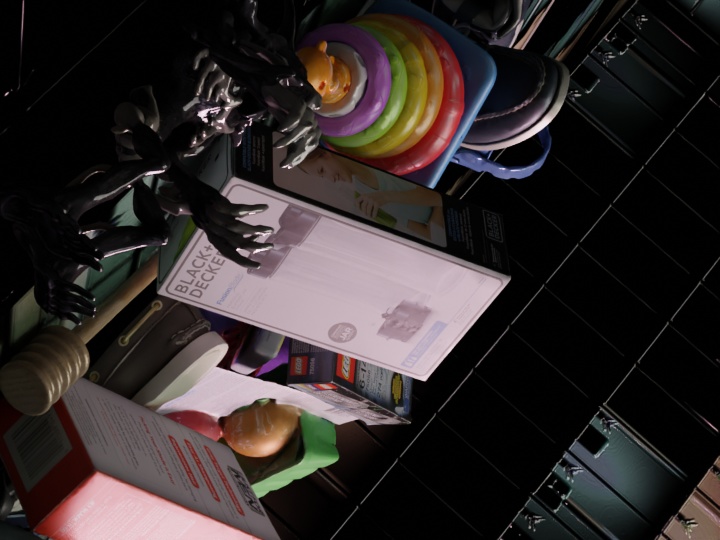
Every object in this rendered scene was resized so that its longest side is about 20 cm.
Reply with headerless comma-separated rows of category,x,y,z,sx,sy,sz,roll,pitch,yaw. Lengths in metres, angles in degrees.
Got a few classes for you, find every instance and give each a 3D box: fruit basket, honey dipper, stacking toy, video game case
fruit basket,-0.122,0.121,1.356,0.185,0.199,0.094,-29,-128,34
honey dipper,-0.158,0.024,1.060,0.038,0.038,0.200,-52,178,37
stacking toy,-0.006,-0.116,1.057,0.116,0.109,0.200,-60,162,13
video game case,-0.058,-0.005,1.420,0.200,0.023,0.183,145,-32,-77

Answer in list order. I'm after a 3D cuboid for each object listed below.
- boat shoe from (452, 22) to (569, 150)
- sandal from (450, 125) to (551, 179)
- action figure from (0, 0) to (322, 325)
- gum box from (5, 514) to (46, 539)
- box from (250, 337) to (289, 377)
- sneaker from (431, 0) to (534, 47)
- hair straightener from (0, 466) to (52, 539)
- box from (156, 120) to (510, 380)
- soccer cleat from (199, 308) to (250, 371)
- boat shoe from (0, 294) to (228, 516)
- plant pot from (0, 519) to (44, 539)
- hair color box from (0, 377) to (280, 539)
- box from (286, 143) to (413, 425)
boat shoe,0.062,-0.133,1.183,0.200,0.062,0.075,13,-104,53
sandal,0.071,-0.105,1.289,0.199,0.087,0.080,5,-123,53
action figure,-0.072,-0.056,0.781,0.200,0.102,0.119,-45,163,-32
gum box,-0.160,0.267,1.172,0.169,0.201,0.045,-1,158,-24
box,-0.039,0.019,1.453,0.200,0.039,0.137,125,-12,-59
sneaker,0.085,-0.196,1.251,0.146,0.077,0.203,-60,176,-47
hair straightener,-0.260,0.202,1.098,0.200,0.077,0.041,-40,154,-12
box,-0.019,-0.011,1.074,0.117,0.199,0.060,-51,-151,38
soccer cleat,-0.121,0.059,1.386,0.066,0.077,0.200,-1,159,-20
boat shoe,-0.183,0.093,1.162,0.201,0.060,0.072,-40,169,8
plant pot,-0.261,0.215,0.973,0.200,0.134,0.200,-48,176,-4
hair color box,-0.144,0.140,1.096,0.061,0.102,0.200,-43,141,11
box,0.000,0.000,1.217,0.137,0.040,0.201,32,58,-59
